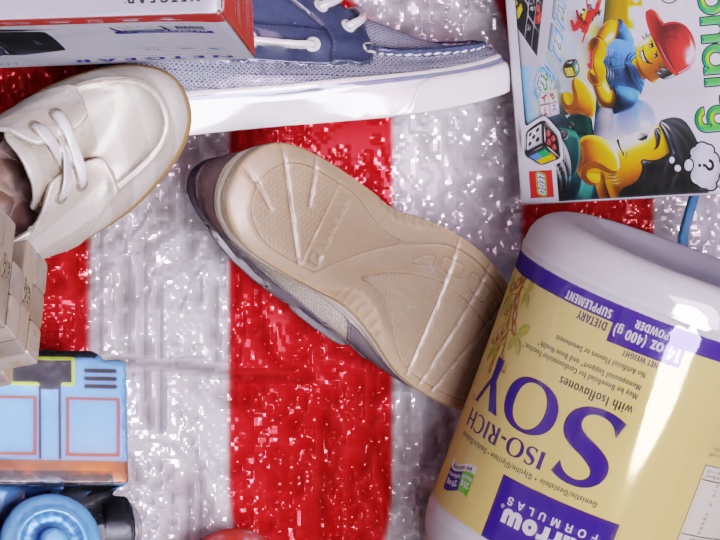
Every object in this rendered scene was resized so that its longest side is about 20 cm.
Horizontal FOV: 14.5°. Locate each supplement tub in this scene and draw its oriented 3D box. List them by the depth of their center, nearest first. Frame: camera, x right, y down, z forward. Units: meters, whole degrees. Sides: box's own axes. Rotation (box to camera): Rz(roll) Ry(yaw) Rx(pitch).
[{"bbox_3d":[0.114,0.087,1.314,0.145,0.145,0.201,17,98,-18],"label":"supplement tub"}]

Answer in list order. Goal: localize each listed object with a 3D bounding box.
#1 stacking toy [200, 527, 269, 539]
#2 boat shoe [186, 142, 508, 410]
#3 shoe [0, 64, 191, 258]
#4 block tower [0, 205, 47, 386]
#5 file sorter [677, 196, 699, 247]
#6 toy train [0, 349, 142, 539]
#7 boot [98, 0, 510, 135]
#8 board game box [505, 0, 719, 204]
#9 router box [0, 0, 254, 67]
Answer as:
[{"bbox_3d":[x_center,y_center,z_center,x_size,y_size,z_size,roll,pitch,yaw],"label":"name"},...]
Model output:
[{"bbox_3d":[-0.005,0.196,1.326,0.200,0.085,0.085,43,75,-6],"label":"stacking toy"},{"bbox_3d":[0.000,0.000,1.335,0.200,0.065,0.072,33,83,-34],"label":"boat shoe"},{"bbox_3d":[-0.163,-0.028,1.258,0.199,0.053,0.070,-29,99,-2],"label":"shoe"},{"bbox_3d":[-0.193,-0.027,1.155,0.054,0.200,0.058,-12,53,17],"label":"block tower"},{"bbox_3d":[0.263,-0.049,1.342,0.138,0.200,0.123,27,65,-18],"label":"file sorter"},{"bbox_3d":[-0.195,0.091,1.256,0.199,0.087,0.115,1,78,-17],"label":"toy train"},{"bbox_3d":[-0.026,-0.114,1.324,0.199,0.073,0.091,-7,96,-19],"label":"boot"},{"bbox_3d":[0.128,-0.133,1.321,0.035,0.126,0.201,-10,96,-57],"label":"board game box"},{"bbox_3d":[-0.148,-0.118,1.196,0.199,0.179,0.049,-2,88,3],"label":"router box"}]
